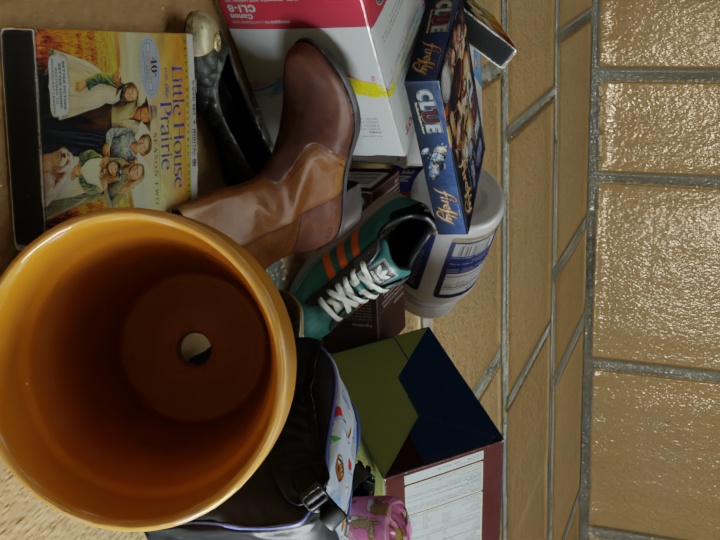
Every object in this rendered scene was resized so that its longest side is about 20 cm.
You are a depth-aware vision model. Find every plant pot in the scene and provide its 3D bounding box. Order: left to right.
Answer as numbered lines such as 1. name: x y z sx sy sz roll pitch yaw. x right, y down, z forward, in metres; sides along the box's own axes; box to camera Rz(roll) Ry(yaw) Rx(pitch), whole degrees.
1. plant pot: -0.135 0.059 0.747 0.183 0.199 0.201 -13 107 -84

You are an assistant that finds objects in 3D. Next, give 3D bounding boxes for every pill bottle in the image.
1. pill bottle: 0.099 -0.030 1.296 0.200 0.111 0.111 104 6 -52

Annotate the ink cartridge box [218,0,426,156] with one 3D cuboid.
1. ink cartridge box: -0.024 -0.227 1.012 0.200 0.144 0.146 71 30 -46

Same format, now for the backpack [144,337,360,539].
1. backpack: -0.083 0.154 0.894 0.154 0.199 0.191 72 23 -50

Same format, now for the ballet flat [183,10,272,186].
1. ballet flat: -0.108 -0.142 0.931 0.200 0.057 0.067 72 29 -46

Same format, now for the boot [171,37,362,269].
1. boot: -0.088 -0.083 0.906 0.200 0.068 0.189 -31 131 -41

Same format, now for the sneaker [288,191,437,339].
1. sneaker: 0.000 0.000 1.120 0.200 0.080 0.071 -49 121 -9

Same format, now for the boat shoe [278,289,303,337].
1. boat shoe: -0.090 0.119 1.020 0.065 0.072 0.201 34 66 -81

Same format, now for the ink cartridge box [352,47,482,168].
1. ink cartridge box: 0.061 -0.204 1.269 0.200 0.125 0.129 -42 132 -62

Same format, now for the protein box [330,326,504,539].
1. protein box: 0.055 0.211 1.179 0.199 0.134 0.201 -122 -157 -50

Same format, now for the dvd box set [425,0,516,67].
1. dvd box set: 0.098 -0.322 1.239 0.146 0.029 0.200 31 23 -25

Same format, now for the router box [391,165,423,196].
1. router box: 0.085 -0.075 1.471 0.200 0.049 0.180 -57 146 -51

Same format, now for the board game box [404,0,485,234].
1. board game box: 0.089 -0.154 1.075 0.200 0.034 0.136 73 25 -46

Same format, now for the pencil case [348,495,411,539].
1. pencil case: -0.055 0.249 0.966 0.083 0.199 0.087 28 58 -74

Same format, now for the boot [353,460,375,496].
1. boot: -0.032 0.196 1.094 0.200 0.138 0.078 -51 140 -58

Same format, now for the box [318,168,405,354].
1. box: 0.003 -0.010 1.237 0.100 0.075 0.201 -42 132 -62

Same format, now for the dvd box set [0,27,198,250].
1. dvd box set: -0.182 -0.102 0.781 0.200 0.029 0.147 -25 118 -66
